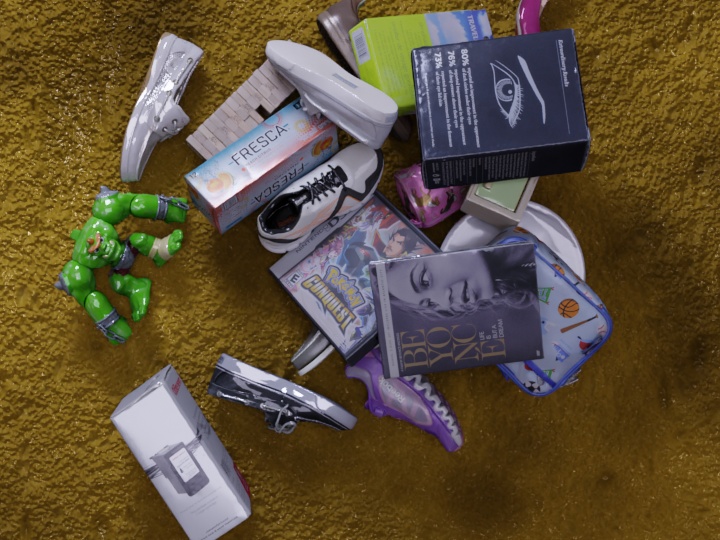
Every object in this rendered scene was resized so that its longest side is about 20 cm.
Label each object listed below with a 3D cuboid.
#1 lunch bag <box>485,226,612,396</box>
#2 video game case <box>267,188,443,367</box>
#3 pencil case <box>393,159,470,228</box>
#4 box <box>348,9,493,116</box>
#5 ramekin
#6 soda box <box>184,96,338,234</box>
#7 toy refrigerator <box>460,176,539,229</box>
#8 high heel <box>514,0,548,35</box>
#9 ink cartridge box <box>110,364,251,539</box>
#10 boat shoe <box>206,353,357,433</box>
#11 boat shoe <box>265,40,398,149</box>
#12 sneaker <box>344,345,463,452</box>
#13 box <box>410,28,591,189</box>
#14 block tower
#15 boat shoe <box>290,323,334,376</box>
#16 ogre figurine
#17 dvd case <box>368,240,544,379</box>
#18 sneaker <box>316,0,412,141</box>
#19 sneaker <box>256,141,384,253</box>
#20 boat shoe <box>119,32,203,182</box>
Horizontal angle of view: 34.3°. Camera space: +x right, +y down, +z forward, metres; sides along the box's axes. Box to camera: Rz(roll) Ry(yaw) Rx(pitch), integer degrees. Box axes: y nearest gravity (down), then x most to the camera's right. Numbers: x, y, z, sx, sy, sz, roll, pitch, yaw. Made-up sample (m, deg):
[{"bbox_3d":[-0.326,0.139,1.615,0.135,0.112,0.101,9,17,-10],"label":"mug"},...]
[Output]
[{"bbox_3d":[0.207,0.057,1.454,0.200,0.076,0.160,43,105,-8],"label":"lunch bag"},{"bbox_3d":[0.000,0.000,1.491,0.180,0.200,0.026,-40,140,-4],"label":"video game case"},{"bbox_3d":[0.142,-0.130,1.545,0.199,0.087,0.083,-26,126,-6],"label":"pencil case"},{"bbox_3d":[0.090,-0.271,1.515,0.199,0.048,0.123,-13,88,-33],"label":"box"},{"bbox_3d":[0.190,0.007,1.548,0.201,0.094,0.204,0,92,-7],"label":"ramekin"},{"bbox_3d":[-0.124,-0.137,1.488,0.200,0.064,0.068,-37,65,-18],"label":"soda box"},{"bbox_3d":[0.201,-0.158,1.475,0.075,0.070,0.201,24,80,3],"label":"toy refrigerator"},{"bbox_3d":[0.253,-0.354,1.556,0.095,0.067,0.202,-4,89,3],"label":"high heel"},{"bbox_3d":[-0.225,0.232,1.475,0.083,0.145,0.201,-33,96,-3],"label":"ink cartridge box"},{"bbox_3d":[-0.104,0.177,1.524,0.198,0.074,0.068,24,84,-7],"label":"boat shoe"},{"bbox_3d":[-0.042,-0.220,1.457,0.199,0.072,0.069,31,122,14],"label":"boat shoe"},{"bbox_3d":[0.054,0.170,1.548,0.088,0.080,0.200,-42,91,2],"label":"sneaker"},{"bbox_3d":[0.165,-0.191,1.395,0.198,0.104,0.149,-5,74,4],"label":"box"},{"bbox_3d":[-0.145,-0.212,1.519,0.058,0.054,0.200,43,86,-6],"label":"block tower"},{"bbox_3d":[-0.028,0.049,1.534,0.060,0.072,0.202,43,80,-8],"label":"boat shoe"},{"bbox_3d":[-0.309,-0.017,1.487,0.119,0.098,0.201,26,104,-25],"label":"ogre figurine"},{"bbox_3d":[0.116,0.048,1.403,0.198,0.016,0.150,-7,107,2],"label":"dvd case"},{"bbox_3d":[0.024,-0.268,1.531,0.075,0.070,0.201,-34,96,-6],"label":"sneaker"},{"bbox_3d":[-0.051,-0.096,1.502,0.200,0.080,0.074,-41,79,0],"label":"sneaker"},{"bbox_3d":[-0.254,-0.202,1.496,0.069,0.071,0.201,19,88,-6],"label":"boat shoe"}]
